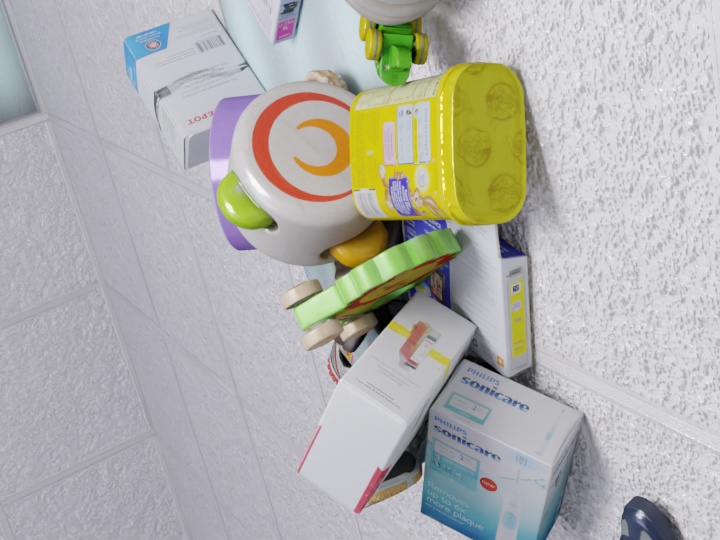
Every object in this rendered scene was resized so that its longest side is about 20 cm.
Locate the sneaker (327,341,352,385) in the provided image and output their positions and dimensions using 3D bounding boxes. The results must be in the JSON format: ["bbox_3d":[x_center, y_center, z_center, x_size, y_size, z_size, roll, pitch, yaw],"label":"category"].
[{"bbox_3d":[0.012,0.166,1.584,0.200,0.077,0.083,52,152,31],"label":"sneaker"}]

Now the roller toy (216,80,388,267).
[{"bbox_3d":[-0.057,-0.105,1.272,0.140,0.198,0.184,114,165,-63],"label":"roller toy"}]

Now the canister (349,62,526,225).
[{"bbox_3d":[0.070,-0.120,1.115,0.199,0.086,0.150,4,97,60],"label":"canister"}]

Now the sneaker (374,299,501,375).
[{"bbox_3d":[0.091,0.128,1.349,0.200,0.075,0.116,39,154,24],"label":"sneaker"}]

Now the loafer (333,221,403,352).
[{"bbox_3d":[0.000,0.000,1.352,0.070,0.073,0.202,24,104,7],"label":"loafer"}]

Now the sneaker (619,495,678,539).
[{"bbox_3d":[0.279,0.325,1.130,0.070,0.081,0.202,26,135,58],"label":"sneaker"}]

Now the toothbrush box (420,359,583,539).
[{"bbox_3d":[0.152,0.215,1.242,0.145,0.085,0.201,24,138,20],"label":"toothbrush box"}]

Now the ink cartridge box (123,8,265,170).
[{"bbox_3d":[-0.237,-0.265,1.641,0.201,0.144,0.084,57,156,22],"label":"ink cartridge box"}]

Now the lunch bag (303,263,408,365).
[{"bbox_3d":[0.004,0.030,1.474,0.202,0.077,0.160,65,156,4],"label":"lunch bag"}]

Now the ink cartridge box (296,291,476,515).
[{"bbox_3d":[0.031,0.135,1.192,0.083,0.200,0.146,31,126,11],"label":"ink cartridge box"}]

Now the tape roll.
[{"bbox_3d":[-0.126,-0.129,1.467,0.200,0.084,0.203,-4,-90,-80],"label":"tape roll"}]

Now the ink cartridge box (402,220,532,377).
[{"bbox_3d":[0.112,-0.014,1.237,0.197,0.047,0.202,41,144,49],"label":"ink cartridge box"}]

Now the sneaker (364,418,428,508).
[{"bbox_3d":[0.035,0.202,1.301,0.075,0.200,0.088,-26,93,27],"label":"sneaker"}]

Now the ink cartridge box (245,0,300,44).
[{"bbox_3d":[-0.110,-0.388,1.378,0.120,0.042,0.200,58,159,20],"label":"ink cartridge box"}]

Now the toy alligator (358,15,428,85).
[{"bbox_3d":[0.027,-0.237,1.132,0.201,0.059,0.055,-102,19,-51],"label":"toy alligator"}]

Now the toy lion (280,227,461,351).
[{"bbox_3d":[0.024,0.012,1.209,0.069,0.190,0.200,63,-164,8],"label":"toy lion"}]

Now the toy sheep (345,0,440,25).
[{"bbox_3d":[0.032,-0.298,1.033,0.139,0.137,0.200,63,175,7],"label":"toy sheep"}]

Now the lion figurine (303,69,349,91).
[{"bbox_3d":[-0.037,-0.165,1.405,0.122,0.072,0.201,30,149,49],"label":"lion figurine"}]
